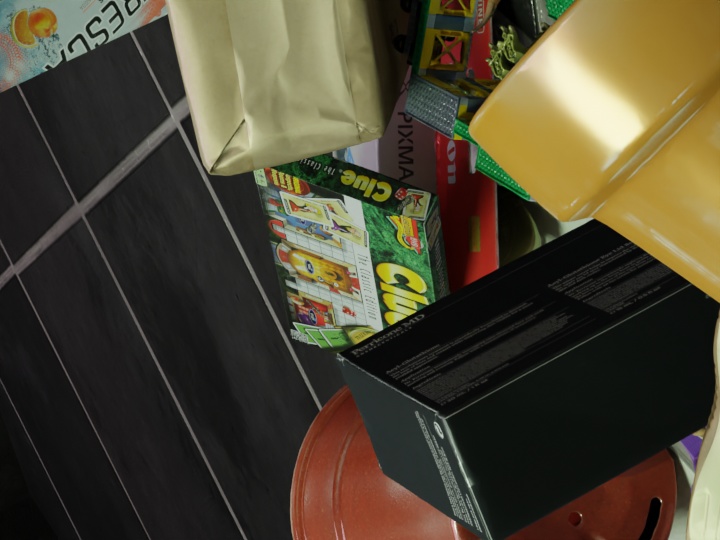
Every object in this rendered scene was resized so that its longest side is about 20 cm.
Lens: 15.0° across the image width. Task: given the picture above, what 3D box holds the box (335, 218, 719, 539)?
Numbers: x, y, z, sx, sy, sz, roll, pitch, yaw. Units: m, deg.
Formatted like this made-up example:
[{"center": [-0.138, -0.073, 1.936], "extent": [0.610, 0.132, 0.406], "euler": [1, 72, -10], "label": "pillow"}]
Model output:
[{"center": [0.109, 0.043, 1.372], "extent": [0.141, 0.199, 0.079], "euler": [30, 144, 64], "label": "box"}]

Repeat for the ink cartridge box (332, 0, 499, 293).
[{"center": [0.028, -0.084, 1.579], "extent": [0.176, 0.044, 0.201], "euler": [-179, 88, -73], "label": "ink cartridge box"}]

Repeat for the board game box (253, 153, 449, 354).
[{"center": [0.000, 0.000, 1.527], "extent": [0.104, 0.024, 0.200], "euler": [17, 153, 16], "label": "board game box"}]

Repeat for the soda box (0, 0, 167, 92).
[{"center": [-0.213, -0.194, 2.020], "extent": [0.064, 0.199, 0.068], "euler": [67, 163, -14], "label": "soda box"}]

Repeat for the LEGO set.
[{"center": [0.111, -0.108, 1.360], "extent": [0.200, 0.115, 0.155], "euler": [21, 106, 63], "label": "LEGO set"}]

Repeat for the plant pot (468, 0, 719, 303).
[{"center": [0.175, -0.059, 1.054], "extent": [0.183, 0.200, 0.200], "euler": [46, 163, 3], "label": "plant pot"}]

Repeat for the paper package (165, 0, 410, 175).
[{"center": [-0.040, -0.169, 1.433], "extent": [0.200, 0.103, 0.192], "euler": [-76, -23, -71], "label": "paper package"}]

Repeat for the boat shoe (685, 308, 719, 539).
[{"center": [0.203, 0.053, 1.282], "extent": [0.062, 0.073, 0.201], "euler": [18, 115, 27], "label": "boat shoe"}]

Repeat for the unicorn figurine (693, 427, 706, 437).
[{"center": [0.254, 0.145, 1.336], "extent": [0.200, 0.074, 0.138], "euler": [16, 123, 50], "label": "unicorn figurine"}]

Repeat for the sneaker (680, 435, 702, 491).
[{"center": [0.202, 0.138, 1.443], "extent": [0.201, 0.083, 0.081], "euler": [64, 164, -1], "label": "sneaker"}]

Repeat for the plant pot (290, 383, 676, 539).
[{"center": [0.084, 0.138, 1.660], "extent": [0.202, 0.200, 0.195], "euler": [63, 156, -2], "label": "plant pot"}]

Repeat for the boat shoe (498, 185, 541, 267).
[{"center": [0.066, -0.009, 1.676], "extent": [0.063, 0.073, 0.200], "euler": [54, 167, -22], "label": "boat shoe"}]
